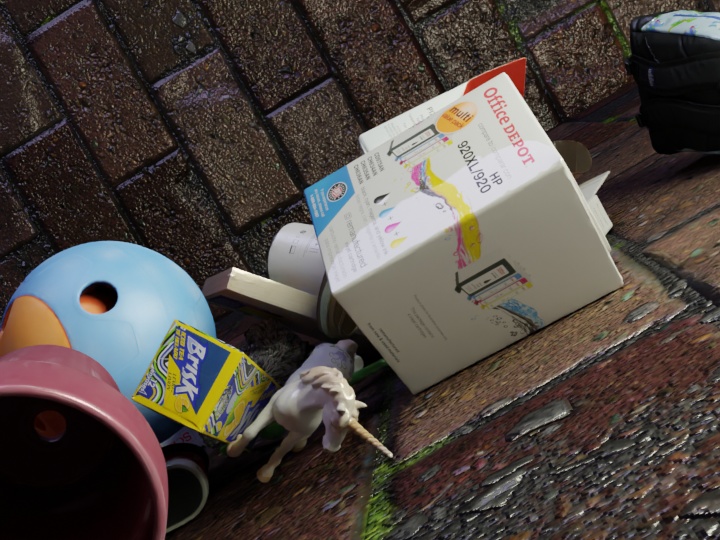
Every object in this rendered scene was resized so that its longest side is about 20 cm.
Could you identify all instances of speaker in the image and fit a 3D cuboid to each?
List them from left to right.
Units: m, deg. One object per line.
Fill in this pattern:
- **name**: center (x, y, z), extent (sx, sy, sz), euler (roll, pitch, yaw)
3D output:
- **speaker**: center (0.000, 0.000, 1.069), extent (0.199, 0.081, 0.081), euler (10, 31, 36)

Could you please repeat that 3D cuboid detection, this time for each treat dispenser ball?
- **treat dispenser ball**: center (-0.234, 0.073, 0.949), extent (0.200, 0.201, 0.201), euler (-30, 5, 3)

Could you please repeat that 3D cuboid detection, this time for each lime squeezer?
- **lime squeezer**: center (-0.060, 0.137, 0.988), extent (0.200, 0.038, 0.071), euler (-30, -26, 10)

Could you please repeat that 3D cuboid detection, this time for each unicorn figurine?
- **unicorn figurine**: center (-0.041, 0.110, 0.817), extent (0.137, 0.074, 0.200), euler (-48, 15, 24)

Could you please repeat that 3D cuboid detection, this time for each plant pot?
- **plant pot**: center (-0.246, 0.146, 0.765), extent (0.200, 0.200, 0.179), euler (-30, 20, -2)

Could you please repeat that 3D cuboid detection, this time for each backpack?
- **backpack**: center (0.378, -0.197, 1.045), extent (0.153, 0.164, 0.200), euler (-16, 12, 0)

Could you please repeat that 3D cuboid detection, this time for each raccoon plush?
- **raccoon plush**: center (-0.106, 0.121, 1.068), extent (0.134, 0.097, 0.200), euler (-43, 11, -31)

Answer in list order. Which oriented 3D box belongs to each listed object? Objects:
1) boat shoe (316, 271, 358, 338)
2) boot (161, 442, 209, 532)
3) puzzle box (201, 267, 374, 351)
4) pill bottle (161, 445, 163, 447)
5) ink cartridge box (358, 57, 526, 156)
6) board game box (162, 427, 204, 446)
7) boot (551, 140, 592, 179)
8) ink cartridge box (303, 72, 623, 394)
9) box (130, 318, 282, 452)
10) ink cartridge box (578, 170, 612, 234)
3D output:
- **boat shoe**: center (0.025, -0.022, 0.974), extent (0.201, 0.076, 0.072), euler (-68, -22, -6)
- **boot**: center (-0.230, 0.219, 0.920), extent (0.199, 0.073, 0.144), euler (-23, 4, -7)
- **puzzle box**: center (-0.067, 0.046, 1.107), extent (0.133, 0.199, 0.026), euler (-15, 57, 68)
- **pill bottle**: center (-0.296, 0.220, 1.030), extent (0.200, 0.111, 0.111), euler (-31, 5, -13)
- **ink cartridge box**: center (0.102, -0.138, 1.126), extent (0.199, 0.047, 0.160), euler (-25, -22, -3)
- **board game box**: center (-0.249, 0.209, 1.239), extent (0.199, 0.041, 0.200), euler (-32, 6, -23)
- **boot**: center (0.138, -0.093, 1.168), extent (0.186, 0.064, 0.200), euler (7, -21, -24)
- **ink cartridge box**: center (0.082, -0.031, 0.835), extent (0.200, 0.145, 0.147), euler (-29, 39, 10)
- **box**: center (-0.120, 0.101, 0.844), extent (0.070, 0.064, 0.200), euler (-62, -10, -11)
- **ink cartridge box**: center (0.176, -0.026, 1.099), extent (0.200, 0.045, 0.176), euler (-26, 7, 32)
